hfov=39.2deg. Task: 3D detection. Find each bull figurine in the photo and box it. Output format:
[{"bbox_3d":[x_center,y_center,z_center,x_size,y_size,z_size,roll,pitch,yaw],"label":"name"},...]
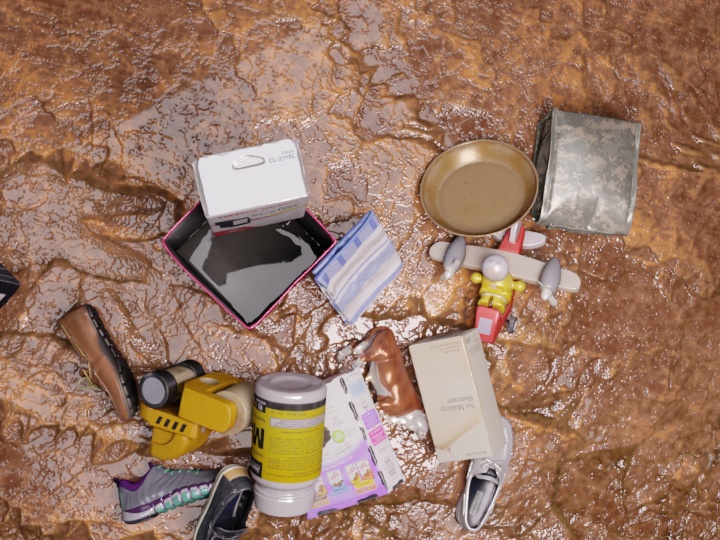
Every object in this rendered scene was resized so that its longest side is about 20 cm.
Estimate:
[{"bbox_3d":[0.043,0.196,1.687,0.121,0.065,0.201,-18,83,-25],"label":"bull figurine"}]

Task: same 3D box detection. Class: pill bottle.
[{"bbox_3d":[-0.113,0.268,1.563,0.114,0.114,0.201,3,101,-5],"label":"pill bottle"}]

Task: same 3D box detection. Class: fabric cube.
[{"bbox_3d":[-0.177,-0.038,1.621,0.196,0.199,0.200,45,83,-2],"label":"fabric cube"}]

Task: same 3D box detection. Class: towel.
[{"bbox_3d":[0.000,0.000,1.646,0.024,0.200,0.147,38,80,28],"label":"towel"}]

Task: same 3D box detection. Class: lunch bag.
[{"bbox_3d":[0.380,-0.157,1.723,0.163,0.118,0.201,8,80,-6],"label":"lunch bag"}]

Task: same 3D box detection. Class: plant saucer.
[{"bbox_3d":[0.201,-0.132,1.710,0.199,0.035,0.201,-6,57,10],"label":"plant saucer"}]

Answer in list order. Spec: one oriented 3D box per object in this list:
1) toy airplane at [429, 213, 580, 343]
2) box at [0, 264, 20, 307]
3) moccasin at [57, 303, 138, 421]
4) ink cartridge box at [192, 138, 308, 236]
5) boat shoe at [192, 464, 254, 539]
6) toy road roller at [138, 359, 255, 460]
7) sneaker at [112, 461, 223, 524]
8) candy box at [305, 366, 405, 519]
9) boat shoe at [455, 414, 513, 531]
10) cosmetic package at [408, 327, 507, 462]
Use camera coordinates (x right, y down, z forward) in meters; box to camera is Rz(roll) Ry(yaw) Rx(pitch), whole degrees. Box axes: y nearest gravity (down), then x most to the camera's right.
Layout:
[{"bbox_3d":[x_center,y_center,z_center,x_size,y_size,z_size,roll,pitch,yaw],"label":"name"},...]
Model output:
[{"bbox_3d":[0.238,-0.004,1.685,0.199,0.141,0.200,-30,69,7],"label":"toy airplane"},{"bbox_3d":[-0.659,-0.014,1.600,0.200,0.148,0.104,44,84,0],"label":"box"},{"bbox_3d":[-0.428,0.156,1.647,0.077,0.074,0.202,-30,92,3],"label":"moccasin"},{"bbox_3d":[-0.154,-0.113,1.429,0.145,0.200,0.083,-13,87,-6],"label":"ink cartridge box"},{"bbox_3d":[-0.217,0.408,1.621,0.074,0.062,0.201,3,115,-39],"label":"boat shoe"},{"bbox_3d":[-0.259,0.237,1.620,0.199,0.123,0.147,15,101,20],"label":"toy road roller"},{"bbox_3d":[-0.301,0.341,1.648,0.199,0.074,0.088,-19,77,-10],"label":"sneaker"},{"bbox_3d":[-0.045,0.278,1.635,0.167,0.071,0.201,-24,88,29],"label":"candy box"},{"bbox_3d":[0.215,0.341,1.697,0.073,0.065,0.201,14,85,-4],"label":"boat shoe"},{"bbox_3d":[0.160,0.204,1.658,0.103,0.073,0.201,-15,91,30],"label":"cosmetic package"}]
